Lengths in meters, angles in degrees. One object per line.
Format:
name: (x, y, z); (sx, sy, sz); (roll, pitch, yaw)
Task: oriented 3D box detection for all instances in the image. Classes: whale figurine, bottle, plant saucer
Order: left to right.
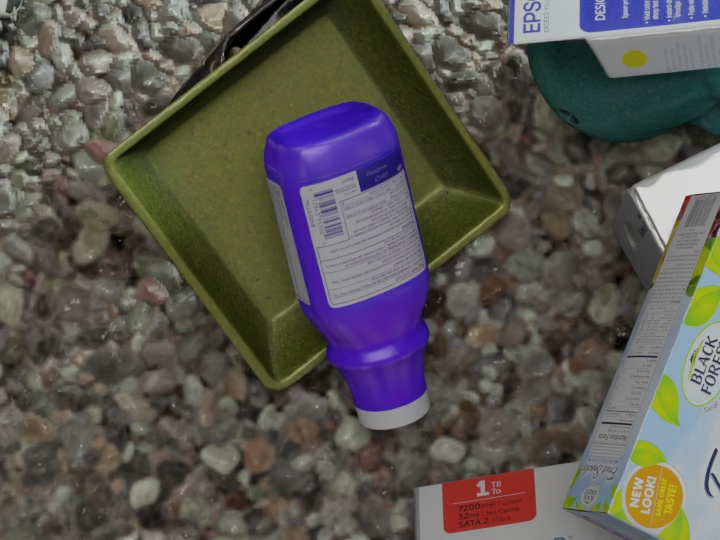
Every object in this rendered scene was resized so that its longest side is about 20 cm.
plant saucer: (-0.036, -0.060, 1.706); (0.200, 0.048, 0.200); (-38, 115, -6)
bottle: (0.000, 0.000, 1.675); (0.083, 0.065, 0.200); (-23, 114, -19)
whale figurine: (0.179, -0.127, 1.677); (0.104, 0.200, 0.159); (-50, 121, -8)

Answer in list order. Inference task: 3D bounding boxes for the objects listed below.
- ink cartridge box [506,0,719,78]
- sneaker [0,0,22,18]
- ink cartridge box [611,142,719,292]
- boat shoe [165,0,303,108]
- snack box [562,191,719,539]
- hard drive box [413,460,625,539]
ink cartridge box: (0.190, -0.197, 1.607); (0.200, 0.047, 0.198); (-5, 48, 12)
sneaker: (-0.282, -0.244, 1.798); (0.083, 0.081, 0.200); (-32, 70, 13)
ink cartridge box: (0.265, -0.045, 1.675); (0.200, 0.146, 0.084); (-26, 80, -2)
boat shoe: (-0.078, -0.120, 1.747); (0.074, 0.073, 0.200); (34, 81, 10)
snack box: (0.230, 0.079, 1.553); (0.168, 0.068, 0.200); (27, 78, -18)
hard drive box: (0.114, 0.218, 1.606); (0.156, 0.077, 0.200); (-11, 48, 11)
